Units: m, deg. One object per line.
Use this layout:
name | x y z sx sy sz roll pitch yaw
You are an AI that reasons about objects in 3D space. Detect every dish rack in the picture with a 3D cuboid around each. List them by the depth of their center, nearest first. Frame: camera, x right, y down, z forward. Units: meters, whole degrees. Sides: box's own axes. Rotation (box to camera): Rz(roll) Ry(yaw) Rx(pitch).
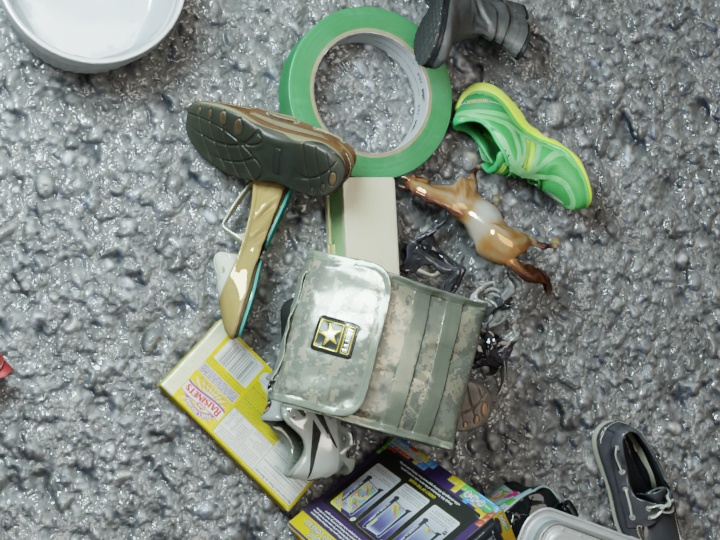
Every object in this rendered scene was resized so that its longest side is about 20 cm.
dish rack | 0.235 0.357 1.439 0.199 0.043 0.173 24 88 -28

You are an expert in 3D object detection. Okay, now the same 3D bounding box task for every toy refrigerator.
toy refrigerator | 0.000 0.000 1.526 0.069 0.076 0.202 -2 85 -18

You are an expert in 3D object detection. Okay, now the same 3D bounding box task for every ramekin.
ramekin | -0.292 -0.305 1.445 0.199 0.105 0.202 2 83 -19

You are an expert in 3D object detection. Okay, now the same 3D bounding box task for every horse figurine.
horse figurine | 0.151 -0.054 1.558 0.200 0.050 0.132 51 35 16

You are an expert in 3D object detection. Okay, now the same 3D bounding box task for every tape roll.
tape roll | 0.006 -0.200 1.563 0.199 0.048 0.202 2 83 -18

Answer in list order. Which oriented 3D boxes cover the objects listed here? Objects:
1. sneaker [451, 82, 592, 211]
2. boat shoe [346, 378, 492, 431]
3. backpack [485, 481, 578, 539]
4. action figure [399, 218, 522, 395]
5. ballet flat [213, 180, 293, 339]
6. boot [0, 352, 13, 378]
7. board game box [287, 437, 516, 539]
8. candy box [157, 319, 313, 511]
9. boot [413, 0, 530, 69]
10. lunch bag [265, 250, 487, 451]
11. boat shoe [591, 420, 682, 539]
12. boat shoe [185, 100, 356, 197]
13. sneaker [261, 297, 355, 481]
sneaker | 0.186 -0.132 1.603 0.200 0.074 0.084 40 66 -1
boat shoe | 0.048 0.146 1.530 0.198 0.073 0.075 9 89 4
backpack | 0.152 0.348 1.497 0.200 0.150 0.178 -37 100 -28
action figure | 0.129 0.038 1.544 0.102 0.119 0.201 -36 88 18
ballet flat | -0.130 -0.022 1.496 0.063 0.069 0.201 19 70 -3
boot | -0.413 0.040 1.389 0.143 0.072 0.201 19 87 -16
board game box | 0.041 0.280 1.444 0.165 0.200 0.057 -37 123 -17
candy box | -0.119 0.160 1.493 0.200 0.026 0.102 46 71 -9
boot | 0.137 -0.280 1.562 0.131 0.070 0.201 27 43 -12
lunch bag | 0.012 0.083 1.413 0.199 0.117 0.165 18 82 -19
boat shoe | 0.339 0.274 1.615 0.072 0.063 0.201 -25 92 -19
boat shoe | -0.096 -0.138 1.488 0.199 0.076 0.074 23 31 17
sneaker | -0.069 0.129 1.464 0.088 0.074 0.201 -8 79 -31
